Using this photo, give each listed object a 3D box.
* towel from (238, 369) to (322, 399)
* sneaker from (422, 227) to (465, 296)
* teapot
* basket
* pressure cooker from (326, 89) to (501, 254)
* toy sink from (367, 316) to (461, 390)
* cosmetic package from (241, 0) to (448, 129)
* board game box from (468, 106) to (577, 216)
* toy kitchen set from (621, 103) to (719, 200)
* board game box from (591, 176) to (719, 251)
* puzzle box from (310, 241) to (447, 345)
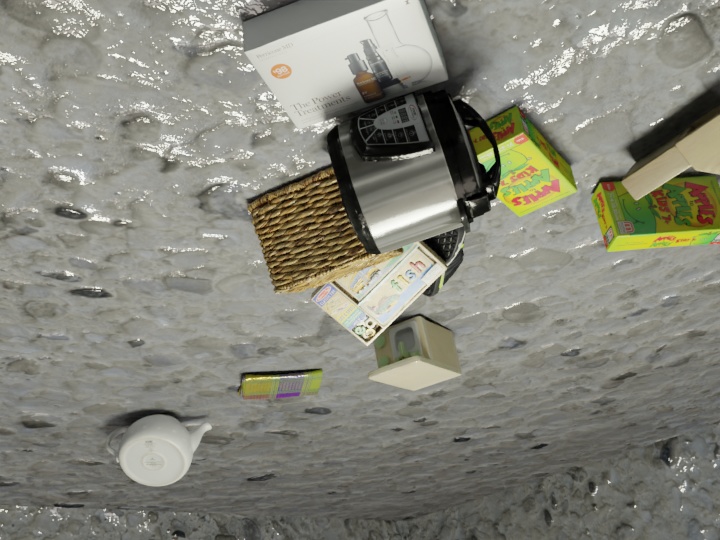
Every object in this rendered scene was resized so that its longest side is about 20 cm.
[{"bbox_3d":[-0.195,0.276,1.849,0.198,0.023,0.144,-2,151,-12],"label":"towel"},{"bbox_3d":[0.144,-0.037,1.327,0.083,0.072,0.201,-36,159,-33],"label":"sneaker"},{"bbox_3d":[-0.518,0.438,1.950,0.199,0.146,0.197,37,111,-22],"label":"teapot"},{"bbox_3d":[-0.047,-0.064,1.181,0.199,0.150,0.143,-21,173,21],"label":"basket"},{"bbox_3d":[0.073,-0.129,0.956,0.198,0.177,0.179,-18,-170,7],"label":"pressure cooker"},{"bbox_3d":[0.109,0.176,1.645,0.130,0.113,0.199,-24,153,28],"label":"toy sink"},{"bbox_3d":[-0.014,-0.251,0.878,0.198,0.052,0.151,-16,149,15],"label":"cosmetic package"},{"bbox_3d":[0.232,-0.154,1.126,0.101,0.048,0.199,-25,148,28],"label":"board game box"},{"bbox_3d":[0.542,-0.133,1.142,0.180,0.200,0.163,-38,-179,44],"label":"toy kitchen set"},{"bbox_3d":[0.486,-0.093,1.234,0.198,0.102,0.048,-4,151,-7],"label":"board game box"},{"bbox_3d":[0.030,0.017,1.274,0.133,0.025,0.200,40,108,-14],"label":"puzzle box"}]
